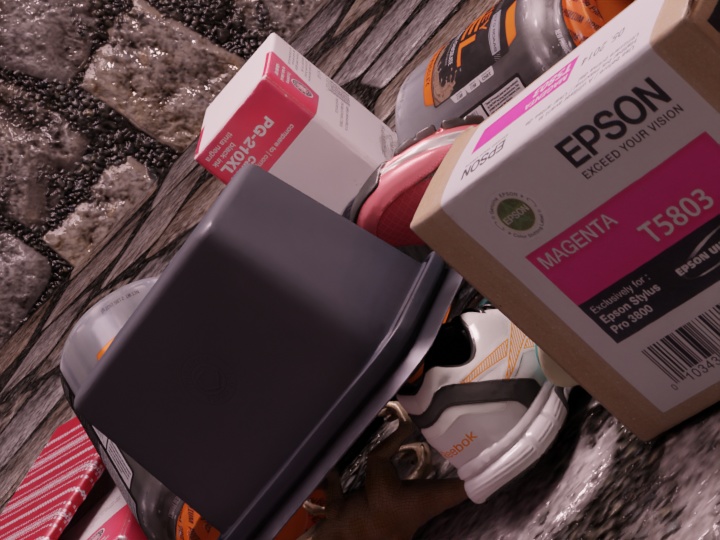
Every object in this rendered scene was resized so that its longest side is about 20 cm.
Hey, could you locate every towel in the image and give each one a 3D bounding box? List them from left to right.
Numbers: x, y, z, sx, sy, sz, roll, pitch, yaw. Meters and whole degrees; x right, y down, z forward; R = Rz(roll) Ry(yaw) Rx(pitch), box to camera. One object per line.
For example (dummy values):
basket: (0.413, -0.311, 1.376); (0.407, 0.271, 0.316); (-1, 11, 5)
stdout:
towel: (-0.217, 0.164, 1.612); (0.145, 0.022, 0.200); (-32, 22, 50)

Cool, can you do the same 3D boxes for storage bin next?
storage bin: (-0.054, 0.040, 1.273); (0.200, 0.134, 0.146); (-50, 6, 34)

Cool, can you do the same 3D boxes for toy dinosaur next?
toy dinosaur: (0.018, 0.131, 1.325); (0.200, 0.058, 0.101); (-25, 40, 33)

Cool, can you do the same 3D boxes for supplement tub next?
supplement tub: (-0.105, 0.105, 1.484); (0.123, 0.123, 0.200); (-47, 45, 8)
supplement tub: (0.123, -0.127, 1.551); (0.200, 0.123, 0.123); (-35, 18, 47)

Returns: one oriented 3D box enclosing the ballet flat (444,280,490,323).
ballet flat: (0.112, -0.024, 1.383); (0.200, 0.072, 0.072); (-46, 12, 5)

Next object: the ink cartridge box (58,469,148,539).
ink cartridge box: (-0.164, 0.201, 1.598); (0.145, 0.084, 0.200); (-44, 13, 20)

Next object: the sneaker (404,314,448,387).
sneaker: (0.070, -0.007, 1.472); (0.112, 0.078, 0.200); (-40, 15, 40)

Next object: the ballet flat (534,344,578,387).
ballet flat: (0.166, -0.017, 1.212); (0.200, 0.069, 0.069); (-52, 12, -22)

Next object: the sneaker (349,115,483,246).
sneaker: (0.096, -0.036, 1.277); (0.074, 0.200, 0.087); (90, 168, -52)

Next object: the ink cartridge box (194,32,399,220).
ink cartridge box: (-0.014, -0.065, 1.665); (0.084, 0.200, 0.145); (-49, 12, 14)

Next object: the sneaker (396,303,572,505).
sneaker: (0.085, 0.038, 1.254); (0.074, 0.080, 0.200); (-42, 6, 36)

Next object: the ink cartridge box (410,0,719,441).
ink cartridge box: (0.147, -0.031, 1.057); (0.200, 0.165, 0.075); (-38, 16, 45)

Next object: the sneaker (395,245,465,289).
sneaker: (-0.001, 0.000, 1.397); (0.200, 0.073, 0.114); (-55, 26, 20)
